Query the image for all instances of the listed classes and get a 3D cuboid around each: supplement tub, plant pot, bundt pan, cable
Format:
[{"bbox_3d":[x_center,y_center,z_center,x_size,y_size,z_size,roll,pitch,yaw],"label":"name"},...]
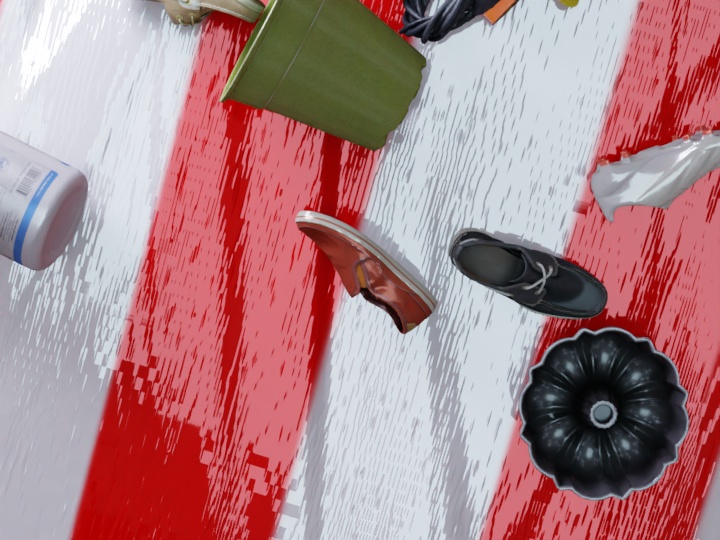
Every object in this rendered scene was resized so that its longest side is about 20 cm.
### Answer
[{"bbox_3d":[-0.434,-0.098,1.448,0.198,0.132,0.134,26,96,2],"label":"supplement tub"},{"bbox_3d":[-0.032,-0.234,1.398,0.188,0.200,0.202,28,96,-12],"label":"plant pot"},{"bbox_3d":[0.281,0.162,1.451,0.198,0.076,0.206,0,96,4],"label":"bundt pan"},{"bbox_3d":[0.108,-0.344,1.386,0.050,0.165,0.200,24,127,-39],"label":"cable"}]

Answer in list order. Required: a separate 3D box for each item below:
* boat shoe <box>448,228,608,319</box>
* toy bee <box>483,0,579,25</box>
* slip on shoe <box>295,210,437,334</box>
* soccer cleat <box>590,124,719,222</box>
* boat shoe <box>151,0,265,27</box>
[{"bbox_3d":[0.198,0.010,1.450,0.197,0.068,0.073,21,94,0],"label":"boat shoe"},{"bbox_3d":[0.220,-0.364,1.409,0.198,0.109,0.132,-19,102,30],"label":"toy bee"},{"bbox_3d":[0.000,0.000,1.455,0.199,0.074,0.061,40,78,-5],"label":"slip on shoe"},{"bbox_3d":[0.367,-0.116,1.431,0.197,0.069,0.079,-17,99,12],"label":"soccer cleat"},{"bbox_3d":[-0.208,-0.321,1.448,0.197,0.074,0.067,21,100,12],"label":"boat shoe"}]
